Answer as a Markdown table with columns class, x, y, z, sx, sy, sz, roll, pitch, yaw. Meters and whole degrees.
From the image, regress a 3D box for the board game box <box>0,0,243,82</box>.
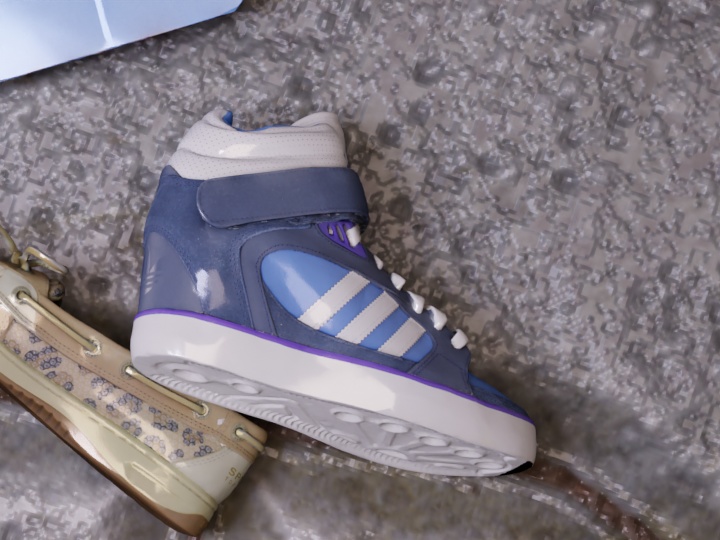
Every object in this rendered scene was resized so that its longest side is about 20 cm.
| class | x | y | z | sx | sy | sz | roll | pitch | yaw |
| --- | --- | --- | --- | --- | --- | --- | --- | --- | --- |
| board game box | -0.134 | -0.179 | 0.957 | 0.199 | 0.039 | 0.159 | -17 | 90 | 3 |

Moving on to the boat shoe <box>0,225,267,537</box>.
| class | x | y | z | sx | sy | sz | roll | pitch | yaw |
| --- | --- | --- | --- | --- | --- | --- | --- | --- | --- |
| boat shoe | -0.133 | 0.036 | 0.923 | 0.200 | 0.073 | 0.063 | 42 | 79 | -8 |

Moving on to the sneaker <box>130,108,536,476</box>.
| class | x | y | z | sx | sy | sz | roll | pitch | yaw |
| --- | --- | --- | --- | --- | --- | --- | --- | --- | --- |
| sneaker | 0.000 | 0.000 | 0.920 | 0.199 | 0.081 | 0.147 | 18 | 68 | -16 |
